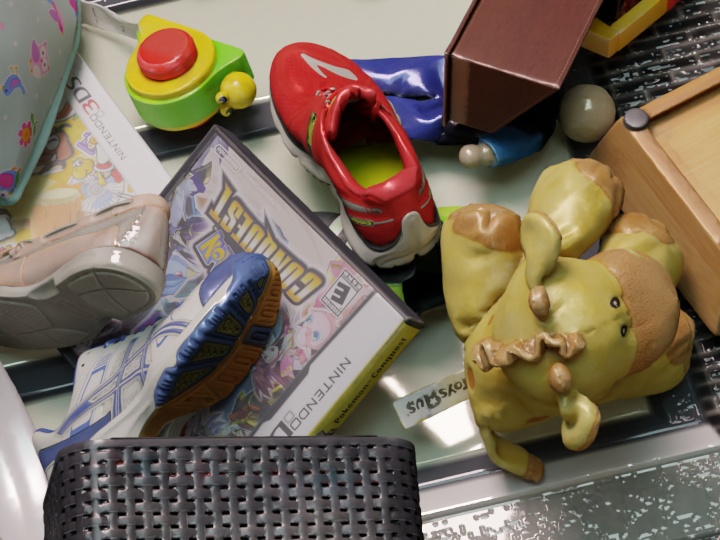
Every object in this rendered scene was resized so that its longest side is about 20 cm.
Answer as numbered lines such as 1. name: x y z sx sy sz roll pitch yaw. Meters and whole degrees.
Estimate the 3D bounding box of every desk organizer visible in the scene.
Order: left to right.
1. desk organizer: 0.126 -0.178 1.297 0.077 0.072 0.200 19 57 14

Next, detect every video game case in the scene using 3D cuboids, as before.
1. video game case: -0.251 -0.059 1.361 0.200 0.023 0.182 -32 59 -11
2. video game case: -0.083 0.038 1.227 0.200 0.025 0.181 45 101 29

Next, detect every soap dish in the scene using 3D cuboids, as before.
1. soap dish: 0.269 -0.070 1.250 0.200 0.081 0.157 -27 58 -7

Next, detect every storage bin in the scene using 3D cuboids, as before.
1. storage bin: -0.072 0.157 1.096 0.200 0.135 0.094 0 66 -14

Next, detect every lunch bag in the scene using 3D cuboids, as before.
1. lunch bag: -0.272 -0.171 1.316 0.122 0.170 0.200 3 58 28

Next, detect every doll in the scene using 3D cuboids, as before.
1. doll: 0.073 -0.117 1.329 0.200 0.048 0.137 6 49 12

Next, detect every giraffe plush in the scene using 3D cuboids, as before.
1. giraffe plush: 0.117 0.027 1.135 0.200 0.162 0.173 -42 91 -11

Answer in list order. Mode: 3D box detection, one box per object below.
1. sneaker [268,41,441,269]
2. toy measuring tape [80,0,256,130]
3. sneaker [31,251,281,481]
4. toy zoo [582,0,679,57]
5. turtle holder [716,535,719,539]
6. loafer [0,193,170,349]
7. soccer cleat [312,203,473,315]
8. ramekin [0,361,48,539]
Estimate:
1. sneaker: -0.003 -0.092 1.240 0.077 0.085 0.200 -25 49 -10
2. toy measuring tape: -0.158 -0.143 1.377 0.200 0.074 0.074 21 63 31
3. sneaker: -0.131 0.059 1.190 0.088 0.075 0.200 42 99 30
4. toy zoo: 0.172 -0.225 1.385 0.200 0.020 0.131 -40 60 -23
5. turtle holder: 0.275 0.186 1.059 0.185 0.132 0.141 36 69 27
6. loafer: -0.181 0.002 1.229 0.200 0.072 0.063 -16 49 47
7. soccer cleat: 0.000 0.000 1.250 0.200 0.068 0.081 -9 28 2
8. ramekin: -0.260 0.113 1.157 0.098 0.200 0.201 -25 57 3
